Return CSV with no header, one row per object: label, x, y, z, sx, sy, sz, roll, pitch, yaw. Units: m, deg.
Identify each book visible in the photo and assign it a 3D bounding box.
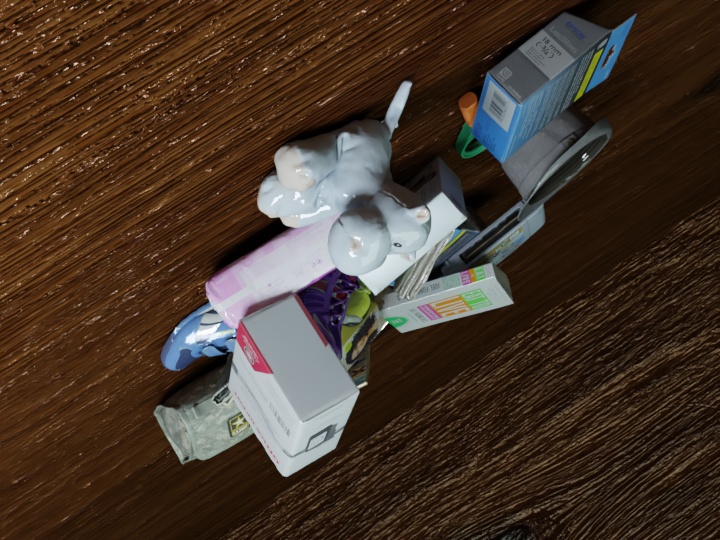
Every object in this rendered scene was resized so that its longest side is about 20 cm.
book,0.135,0.043,1.716,0.199,0.048,0.134,-17,159,16

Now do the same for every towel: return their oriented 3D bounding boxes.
towel,0.090,-0.040,1.488,0.133,0.034,0.200,-60,-172,19
towel,-0.123,0.094,1.490,0.192,0.035,0.200,-41,-167,19

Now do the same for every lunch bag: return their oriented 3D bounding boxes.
lunch bag,-0.211,0.208,1.612,0.163,0.118,0.200,-29,175,-22

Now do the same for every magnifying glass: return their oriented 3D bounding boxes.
magnifying glass,0.153,-0.195,1.397,0.079,0.022,0.200,-37,167,5

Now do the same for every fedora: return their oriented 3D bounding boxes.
fedora,0.281,-0.177,1.593,0.200,0.090,0.177,-42,167,-1

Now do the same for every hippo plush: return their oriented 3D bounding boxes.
hippo plush,0.003,-0.070,1.167,0.199,0.161,0.159,-29,164,-22

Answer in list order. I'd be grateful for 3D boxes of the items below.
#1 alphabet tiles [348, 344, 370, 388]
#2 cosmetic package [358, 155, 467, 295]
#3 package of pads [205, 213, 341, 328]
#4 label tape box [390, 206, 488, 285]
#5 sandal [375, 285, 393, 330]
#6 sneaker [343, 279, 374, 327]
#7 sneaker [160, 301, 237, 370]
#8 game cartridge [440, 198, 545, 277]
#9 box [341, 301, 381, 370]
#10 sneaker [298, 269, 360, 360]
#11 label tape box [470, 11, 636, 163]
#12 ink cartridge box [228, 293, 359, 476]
alphabet tiles,-0.057,0.168,1.689,0.167,0.008,0.200,-28,-161,13
cosmetic package,0.062,-0.063,1.373,0.151,0.052,0.200,-43,-168,14
package of pads,-0.094,-0.005,1.291,0.199,0.076,0.120,-32,-176,-8
label tape box,0.114,-0.041,1.703,0.143,0.066,0.200,-42,162,19
sandal,-0.030,0.097,1.789,0.211,0.078,0.070,-35,172,18
sneaker,0.000,0.000,1.500,0.200,0.075,0.077,-64,180,-49
sneaker,-0.176,0.080,1.401,0.200,0.082,0.074,-36,167,9
game cartridge,0.223,-0.044,1.752,0.200,0.042,0.133,-39,160,3
box,-0.046,0.129,1.607,0.200,0.050,0.075,-49,152,-26
sneaker,-0.040,0.031,1.359,0.083,0.201,0.081,-21,140,24
label tape box,0.236,-0.243,1.316,0.200,0.063,0.144,-39,165,-17
ink cartridge box,-0.086,0.143,1.280,0.083,0.146,0.200,-27,160,-22
